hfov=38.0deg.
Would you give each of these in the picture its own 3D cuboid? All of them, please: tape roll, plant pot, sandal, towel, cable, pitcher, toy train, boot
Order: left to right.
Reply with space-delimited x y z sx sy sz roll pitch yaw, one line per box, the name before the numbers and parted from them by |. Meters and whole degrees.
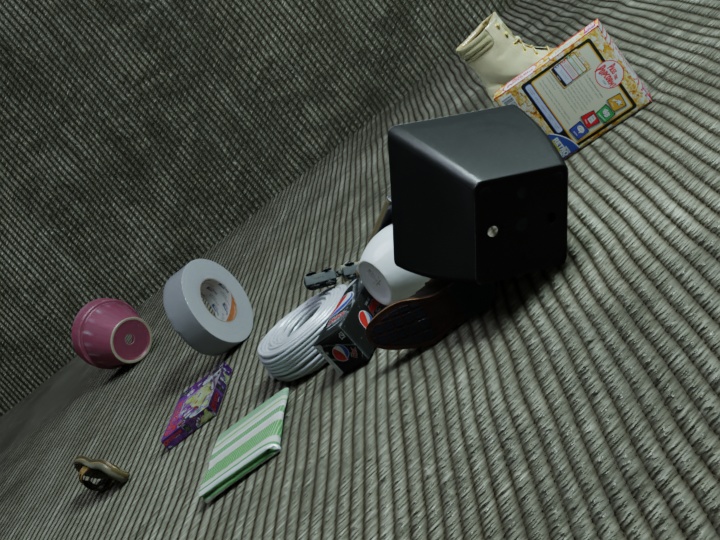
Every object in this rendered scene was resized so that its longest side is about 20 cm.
sandal | -0.500 0.392 1.989 0.200 0.080 0.054 -10 53 57
plant pot | -0.677 0.184 2.911 0.178 0.201 0.200 8 47 50
tape roll | -0.320 0.078 2.211 0.066 0.201 0.201 -34 15 29
towel | -0.173 0.264 1.593 0.152 0.023 0.200 -37 12 10
cable | -0.081 0.103 1.755 0.200 0.069 0.200 -43 13 -13
toy train | 0.000 0.000 1.784 0.199 0.034 0.046 -14 -14 -8
pitcher | 0.090 -0.023 1.637 0.200 0.121 0.172 -34 -10 -25
boot | 0.104 0.049 1.448 0.199 0.075 0.097 -23 9 22
plant pot | 0.164 -0.084 1.356 0.198 0.201 0.177 -13 26 -20
boot | 0.278 -0.377 1.761 0.200 0.156 0.073 -36 14 15

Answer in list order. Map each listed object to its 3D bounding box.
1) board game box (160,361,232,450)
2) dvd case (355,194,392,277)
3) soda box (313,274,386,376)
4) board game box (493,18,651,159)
board game box | -0.309 0.254 1.987 0.120 0.032 0.200 -41 13 13
dvd case | 0.079 -0.071 1.678 0.148 0.016 0.200 -19 -28 -28
soda box | -0.001 0.073 1.629 0.063 0.071 0.200 -35 14 32
board game box | 0.336 -0.276 1.665 0.199 0.152 0.046 -33 15 24
